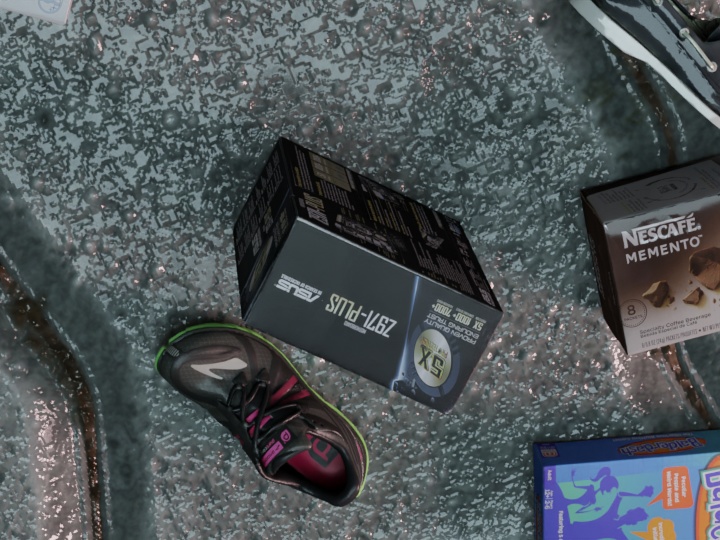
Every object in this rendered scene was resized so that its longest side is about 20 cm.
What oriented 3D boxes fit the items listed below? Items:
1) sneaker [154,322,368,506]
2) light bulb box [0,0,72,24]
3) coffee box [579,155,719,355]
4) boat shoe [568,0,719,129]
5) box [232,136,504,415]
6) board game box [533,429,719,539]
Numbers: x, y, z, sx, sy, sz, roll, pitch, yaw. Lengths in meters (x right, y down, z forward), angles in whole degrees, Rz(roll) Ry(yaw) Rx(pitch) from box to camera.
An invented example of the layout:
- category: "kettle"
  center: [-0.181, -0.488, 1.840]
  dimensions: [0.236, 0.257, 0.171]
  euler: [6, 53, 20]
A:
- category: "sneaker"
  center: [-0.069, 0.111, 1.429]
  dimensions: [0.199, 0.084, 0.077]
  euler: [35, 103, -17]
- category: "light bulb box"
  center: [-0.222, -0.290, 1.205]
  dimensions: [0.123, 0.199, 0.202]
  euler: [13, 107, -12]
- category: "coffee box"
  center: [0.278, -0.023, 1.418]
  dimensions: [0.198, 0.080, 0.114]
  euler: [-14, 112, -1]
- category: "boat shoe"
  center: [0.245, -0.162, 1.367]
  dimensions: [0.199, 0.076, 0.060]
  euler: [34, 109, -17]
- category: "box"
  center: [0.000, 0.000, 1.333]
  dimensions: [0.162, 0.200, 0.087]
  euler: [25, 105, -15]
- category: "board game box"
  center: [0.242, 0.210, 1.519]
  dimensions: [0.197, 0.045, 0.154]
  euler: [-5, 110, -5]
